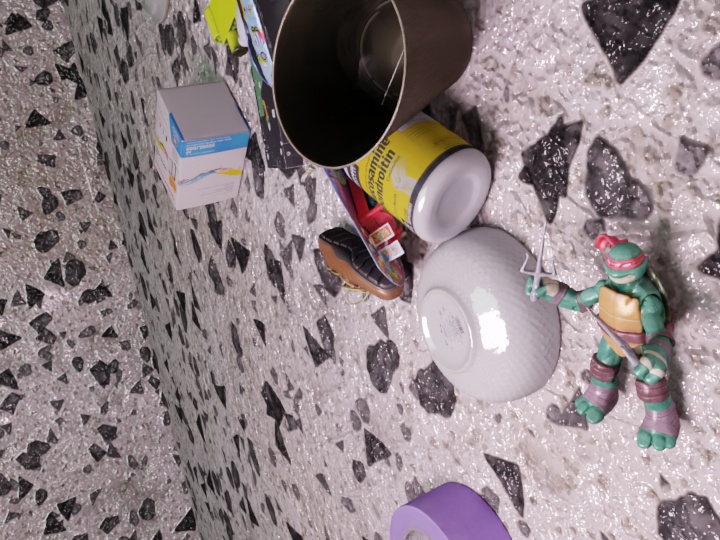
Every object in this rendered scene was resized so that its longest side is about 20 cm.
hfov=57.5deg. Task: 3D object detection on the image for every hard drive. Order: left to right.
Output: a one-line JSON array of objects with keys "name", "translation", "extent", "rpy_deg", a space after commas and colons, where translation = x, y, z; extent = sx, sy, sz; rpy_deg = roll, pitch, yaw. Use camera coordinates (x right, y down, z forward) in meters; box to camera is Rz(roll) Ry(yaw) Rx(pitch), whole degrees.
[{"name": "hard drive", "translation": [-0.140, -0.273, 1.087], "extent": [0.139, 0.037, 0.204], "rpy_deg": [-159, 58, -68]}]

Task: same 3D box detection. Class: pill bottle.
[{"name": "pill bottle", "translation": [0.047, -0.129, 0.755], "extent": [0.200, 0.111, 0.114], "rpy_deg": [43, 138, 35]}]

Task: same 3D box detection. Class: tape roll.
[{"name": "tape roll", "translation": [0.129, 0.406, 0.904], "extent": [0.199, 0.084, 0.204], "rpy_deg": [33, 130, 50]}]

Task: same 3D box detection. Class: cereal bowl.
[{"name": "cereal bowl", "translation": [0.126, 0.057, 0.748], "extent": [0.199, 0.082, 0.204], "rpy_deg": [35, 132, 51]}]

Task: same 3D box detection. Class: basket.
[{"name": "basket", "translation": [0.026, -0.215, 0.651], "extent": [0.135, 0.200, 0.182], "rpy_deg": [33, 129, 14]}]

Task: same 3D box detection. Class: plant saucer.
[{"name": "plant saucer", "translation": [-0.507, -0.691, 1.549], "extent": [0.199, 0.049, 0.204], "rpy_deg": [34, 131, 51]}]

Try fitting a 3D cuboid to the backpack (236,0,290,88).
[{"name": "backpack", "translation": [-0.056, -0.304, 0.759], "extent": [0.180, 0.135, 0.203], "rpy_deg": [21, 137, 30]}]

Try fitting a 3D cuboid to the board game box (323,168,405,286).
[{"name": "board game box", "translation": [0.021, -0.079, 0.843], "extent": [0.202, 0.039, 0.158], "rpy_deg": [61, -166, 1]}]

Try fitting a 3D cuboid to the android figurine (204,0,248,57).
[{"name": "android figurine", "translation": [-0.242, -0.499, 1.184], "extent": [0.182, 0.040, 0.203], "rpy_deg": [-33, 76, 60]}]

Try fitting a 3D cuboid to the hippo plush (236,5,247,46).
[{"name": "hippo plush", "translation": [-0.130, -0.392, 0.914], "extent": [0.158, 0.199, 0.163], "rpy_deg": [16, 136, 43]}]

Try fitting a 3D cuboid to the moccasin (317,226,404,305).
[{"name": "moccasin", "translation": [-0.001, 0.001, 0.958], "extent": [0.200, 0.073, 0.079], "rpy_deg": [26, 135, 50]}]

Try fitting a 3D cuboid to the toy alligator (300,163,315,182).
[{"name": "toy alligator", "translation": [-0.032, -0.175, 0.902], "extent": [0.054, 0.060, 0.201], "rpy_deg": [29, 144, -3]}]

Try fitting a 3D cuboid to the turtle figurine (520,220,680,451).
[{"name": "turtle figurine", "translation": [0.221, 0.050, 0.562], "extent": [0.150, 0.099, 0.203], "rpy_deg": [-132, 21, -63]}]

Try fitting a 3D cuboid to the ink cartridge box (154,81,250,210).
[{"name": "ink cartridge box", "translation": [-0.329, -0.252, 1.341], "extent": [0.149, 0.143, 0.201], "rpy_deg": [59, 148, 24]}]
